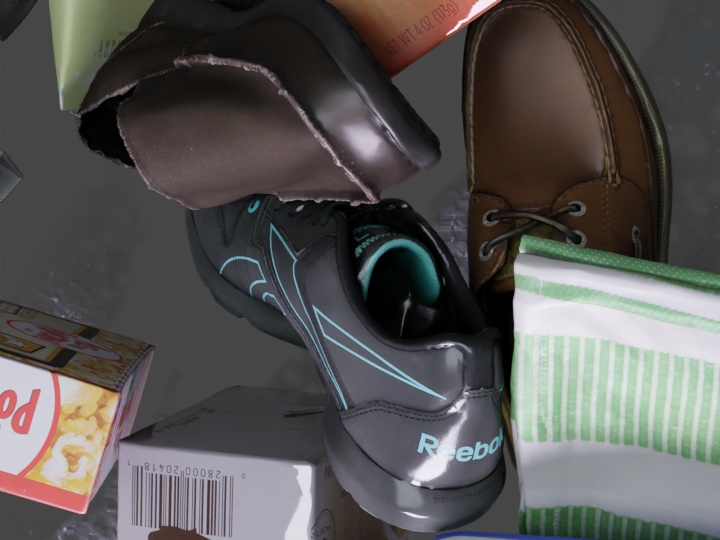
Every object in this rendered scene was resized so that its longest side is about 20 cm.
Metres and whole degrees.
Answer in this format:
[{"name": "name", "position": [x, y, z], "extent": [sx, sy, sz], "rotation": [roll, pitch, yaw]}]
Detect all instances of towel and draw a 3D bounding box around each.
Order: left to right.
[{"name": "towel", "position": [0.120, 0.086, 0.843], "extent": [0.152, 0.023, 0.200], "rotation": [11, 127, 19]}]

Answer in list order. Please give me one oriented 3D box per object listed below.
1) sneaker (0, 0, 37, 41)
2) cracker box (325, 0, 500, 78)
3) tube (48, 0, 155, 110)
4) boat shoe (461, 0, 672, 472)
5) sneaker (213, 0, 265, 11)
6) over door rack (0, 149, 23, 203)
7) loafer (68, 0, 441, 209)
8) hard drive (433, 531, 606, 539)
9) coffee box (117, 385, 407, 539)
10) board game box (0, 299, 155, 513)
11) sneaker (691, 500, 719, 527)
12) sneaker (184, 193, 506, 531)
[{"name": "sneaker", "position": [-0.159, -0.108, 0.966], "extent": [0.090, 0.066, 0.201], "rotation": [6, 78, 11]}, {"name": "cracker box", "position": [0.003, -0.180, 0.806], "extent": [0.134, 0.058, 0.200], "rotation": [-34, 100, 30]}, {"name": "tube", "position": [-0.097, -0.160, 0.954], "extent": [0.058, 0.052, 0.201], "rotation": [-5, 91, -17]}, {"name": "boat shoe", "position": [0.074, -0.006, 0.903], "extent": [0.072, 0.068, 0.201], "rotation": [-12, 93, 23]}, {"name": "sneaker", "position": [0.022, -0.140, 0.889], "extent": [0.200, 0.078, 0.077], "rotation": [-35, 117, 22]}, {"name": "over door rack", "position": [-0.242, -0.003, 1.038], "extent": [0.148, 0.067, 0.200], "rotation": [35, 94, 14]}, {"name": "loafer", "position": [-0.040, -0.047, 0.865], "extent": [0.071, 0.200, 0.073], "rotation": [-44, 112, -14]}, {"name": "hard drive", "position": [0.106, 0.171, 0.880], "extent": [0.132, 0.025, 0.200], "rotation": [2, 132, 21]}, {"name": "coffee box", "position": [-0.036, 0.153, 0.945], "extent": [0.079, 0.114, 0.201], "rotation": [5, 100, 19]}, {"name": "board game box", "position": [-0.180, 0.026, 0.914], "extent": [0.199, 0.152, 0.046], "rotation": [16, 94, -1]}, {"name": "sneaker", "position": [0.192, 0.036, 0.853], "extent": [0.200, 0.085, 0.077], "rotation": [-36, 84, 21]}, {"name": "sneaker", "position": [0.000, 0.000, 0.896], "extent": [0.200, 0.075, 0.079], "rotation": [52, 144, 41]}]
